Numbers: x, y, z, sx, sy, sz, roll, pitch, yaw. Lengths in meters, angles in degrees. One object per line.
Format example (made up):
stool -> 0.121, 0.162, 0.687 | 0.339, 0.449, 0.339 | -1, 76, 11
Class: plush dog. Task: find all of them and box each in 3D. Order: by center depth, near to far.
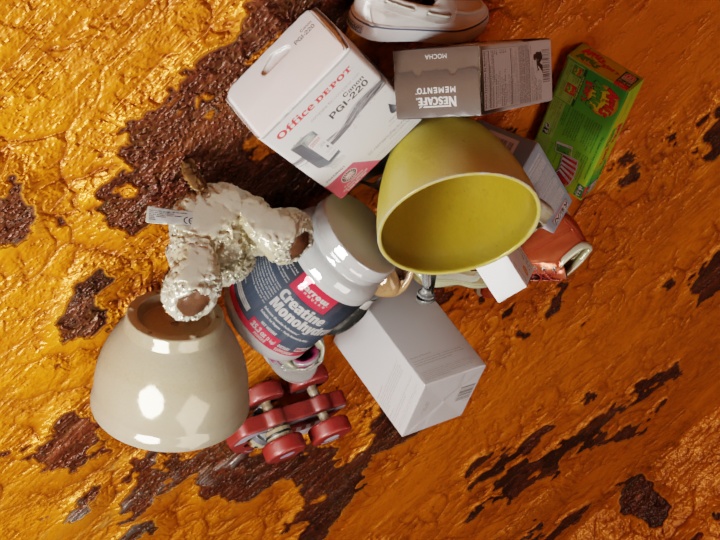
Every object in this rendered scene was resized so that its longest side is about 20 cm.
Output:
plush dog -> -0.173, -0.033, 1.435 | 0.199, 0.161, 0.172 | -32, 169, -19

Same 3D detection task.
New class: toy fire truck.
toy fire truck -> -0.119, 0.237, 1.873 | 0.199, 0.113, 0.168 | -16, 162, -31

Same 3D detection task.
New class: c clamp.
c clamp -> 0.092, -0.034, 1.680 | 0.027, 0.171, 0.201 | 2, 123, 6

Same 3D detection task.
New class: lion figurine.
lion figurine -> 0.000, 0.000, 1.622 | 0.072, 0.199, 0.123 | -17, 113, -53

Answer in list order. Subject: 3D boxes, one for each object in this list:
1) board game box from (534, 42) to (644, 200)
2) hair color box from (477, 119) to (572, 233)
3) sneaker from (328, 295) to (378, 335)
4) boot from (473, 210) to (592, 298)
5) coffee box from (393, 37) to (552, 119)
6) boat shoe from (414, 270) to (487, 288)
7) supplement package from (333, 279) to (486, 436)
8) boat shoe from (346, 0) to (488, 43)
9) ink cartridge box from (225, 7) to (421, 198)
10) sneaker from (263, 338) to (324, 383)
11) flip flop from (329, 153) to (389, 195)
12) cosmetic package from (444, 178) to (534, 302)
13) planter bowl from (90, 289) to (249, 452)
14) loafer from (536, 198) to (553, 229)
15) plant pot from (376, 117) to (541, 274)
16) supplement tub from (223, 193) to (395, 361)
board game box -> 0.313, -0.208, 1.719 | 0.048, 0.101, 0.201 | -40, 157, -40
hair color box -> 0.223, -0.131, 1.725 | 0.061, 0.099, 0.200 | -59, 150, -7
sneaker -> 0.006, 0.006, 1.696 | 0.200, 0.074, 0.089 | -47, 173, -1
boot -> 0.276, -0.009, 1.953 | 0.200, 0.107, 0.075 | -41, 151, 7
coffee box -> 0.135, -0.228, 1.432 | 0.200, 0.112, 0.080 | -21, 110, -55
boat shoe -> 0.164, -0.018, 1.851 | 0.199, 0.074, 0.067 | -8, 144, -41
supplement package -> 0.070, 0.121, 1.809 | 0.119, 0.200, 0.122 | -15, 143, -33
boat shoe -> 0.074, -0.304, 1.381 | 0.199, 0.072, 0.066 | -7, 138, -34
ink cartridge box -> -0.038, -0.187, 1.398 | 0.146, 0.085, 0.200 | -44, 147, 8
sneaker -> -0.093, 0.114, 1.731 | 0.081, 0.088, 0.200 | -27, 147, -9
flip flop -> 0.045, -0.137, 1.576 | 0.199, 0.058, 0.081 | -21, 150, -32
cosmetic package -> 0.156, -0.063, 1.618 | 0.050, 0.201, 0.083 | -31, -173, 24
planter bowl -> -0.231, 0.108, 1.497 | 0.199, 0.200, 0.136 | -15, 127, -34
loafer -> 0.185, -0.065, 1.705 | 0.075, 0.199, 0.069 | 29, 68, -35
plant pot -> 0.107, -0.110, 1.483 | 0.199, 0.143, 0.201 | -8, 147, -5
supplement tub -> -0.065, 0.009, 1.543 | 0.200, 0.141, 0.140 | -40, 152, 29
